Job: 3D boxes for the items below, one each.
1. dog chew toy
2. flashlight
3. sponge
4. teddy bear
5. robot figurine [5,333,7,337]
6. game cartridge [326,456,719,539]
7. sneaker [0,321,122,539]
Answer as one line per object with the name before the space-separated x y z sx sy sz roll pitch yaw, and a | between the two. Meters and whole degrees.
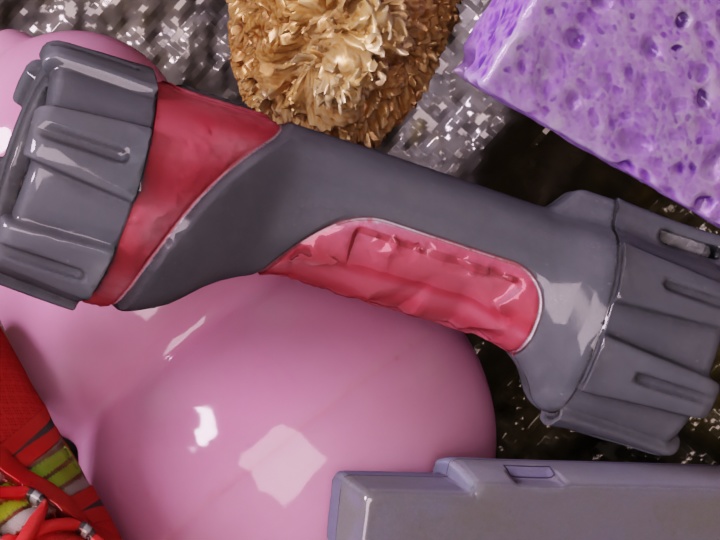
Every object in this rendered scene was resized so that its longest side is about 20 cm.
dog chew toy | -0.052 0.014 0.817 0.125 0.125 0.200 -39 84 5
flashlight | 0.000 0.000 0.740 0.200 0.068 0.068 19 130 -15
sponge | 0.124 -0.109 0.750 0.112 0.030 0.200 30 96 -22
teddy bear | 0.020 -0.129 0.787 0.067 0.145 0.200 38 95 -31
robot figurine | -0.176 0.027 0.814 0.175 0.116 0.200 -22 87 39
game cartridge | 0.081 0.118 0.783 0.200 0.038 0.130 3 93 -22
sneaker | -0.094 0.063 0.728 0.077 0.085 0.200 -42 126 -17
